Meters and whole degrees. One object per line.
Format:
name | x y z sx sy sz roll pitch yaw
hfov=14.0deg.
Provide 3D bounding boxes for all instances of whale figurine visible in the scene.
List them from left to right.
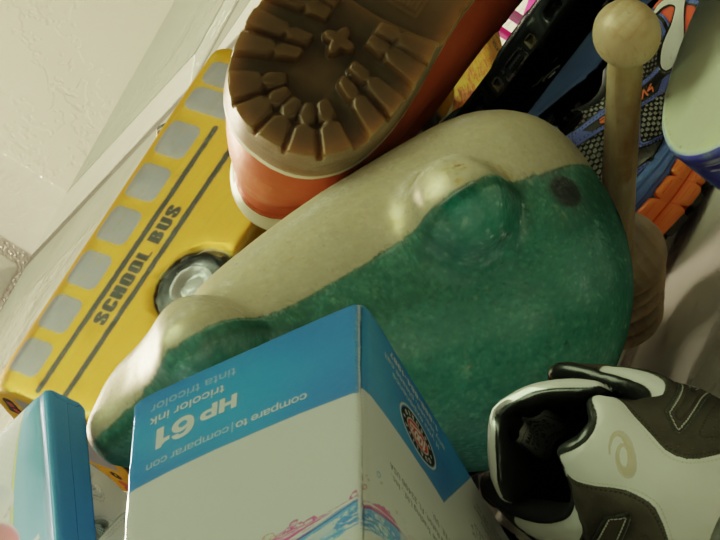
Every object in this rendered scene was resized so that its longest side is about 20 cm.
whale figurine | 0.008 0.026 0.958 0.200 0.104 0.159 -23 -17 -43

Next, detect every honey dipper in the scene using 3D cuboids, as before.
honey dipper | 0.090 -0.035 1.020 0.200 0.038 0.038 83 -150 -60

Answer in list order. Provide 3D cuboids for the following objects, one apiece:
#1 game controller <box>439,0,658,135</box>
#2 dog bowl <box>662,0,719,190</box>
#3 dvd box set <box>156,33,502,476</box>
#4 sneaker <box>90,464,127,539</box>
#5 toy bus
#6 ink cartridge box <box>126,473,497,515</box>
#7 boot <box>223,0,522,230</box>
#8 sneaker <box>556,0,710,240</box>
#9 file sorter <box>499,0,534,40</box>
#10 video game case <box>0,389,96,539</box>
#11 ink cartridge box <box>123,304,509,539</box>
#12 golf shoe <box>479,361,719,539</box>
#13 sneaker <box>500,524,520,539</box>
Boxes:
game controller | 0.083 -0.093 1.014 0.104 0.042 0.200 -51 -2 -40
dog bowl | 0.183 -0.097 0.918 0.200 0.079 0.200 -54 12 17
dvd box set | 0.000 0.000 1.114 0.146 0.029 0.200 -20 50 13
sneaker | -0.088 0.122 0.942 0.075 0.115 0.200 -49 -4 5
toy bus | -0.046 -0.014 1.083 0.078 0.065 0.200 16 66 37
ink cartridge box | -0.030 0.086 1.147 0.145 0.084 0.200 6 56 34
boot | 0.019 -0.099 1.015 0.200 0.075 0.107 -49 -10 -20
sneaker | 0.113 -0.089 1.195 0.075 0.078 0.200 -45 16 44
file sorter | 0.061 -0.148 1.455 0.139 0.125 0.200 -46 16 43
video game case | -0.148 0.148 0.917 0.200 0.018 0.143 -42 38 28
ink cartridge box | -0.002 0.131 0.818 0.085 0.145 0.200 -23 31 13
golf shoe | 0.079 0.058 0.906 0.078 0.094 0.200 -60 10 -9
sneaker | 0.011 0.156 0.969 0.114 0.076 0.200 -54 4 49
